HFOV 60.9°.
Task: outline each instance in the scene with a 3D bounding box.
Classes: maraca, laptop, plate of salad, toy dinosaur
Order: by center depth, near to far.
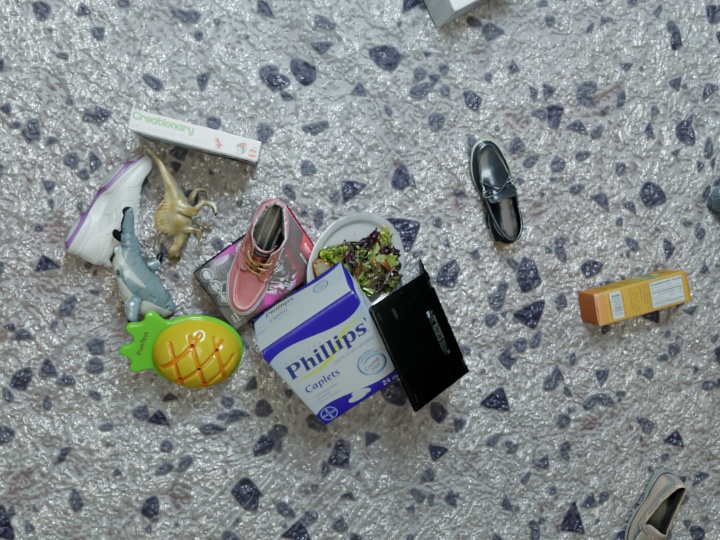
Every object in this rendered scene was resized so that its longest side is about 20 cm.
[{"bbox_3d":[-0.293,-0.104,1.010,0.100,0.058,0.203,-14,115,-26],"label":"toy dinosaur"},{"bbox_3d":[-0.293,0.131,1.019,0.198,0.107,0.139,14,108,-25],"label":"maraca"},{"bbox_3d":[0.100,0.102,1.055,0.199,0.115,0.189,-30,101,-28],"label":"laptop"},{"bbox_3d":[0.000,0.000,1.070,0.198,0.048,0.203,-9,109,-29],"label":"plate of salad"}]

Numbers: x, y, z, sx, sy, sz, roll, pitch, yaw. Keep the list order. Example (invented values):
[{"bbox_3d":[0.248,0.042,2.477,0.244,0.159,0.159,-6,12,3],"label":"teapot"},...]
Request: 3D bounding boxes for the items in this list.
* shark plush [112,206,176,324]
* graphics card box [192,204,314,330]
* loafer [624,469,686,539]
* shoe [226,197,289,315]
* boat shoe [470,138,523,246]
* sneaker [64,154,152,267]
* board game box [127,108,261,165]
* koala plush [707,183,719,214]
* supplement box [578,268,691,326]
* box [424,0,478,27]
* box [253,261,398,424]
[{"bbox_3d":[-0.363,-0.010,1.008,0.082,0.091,0.203,-15,109,-22],"label":"shark plush"},{"bbox_3d":[-0.173,-0.006,1.063,0.199,0.051,0.126,-35,101,-4],"label":"graphics card box"},{"bbox_3d":[0.600,0.509,1.249,0.071,0.063,0.202,20,92,-12],"label":"loafer"},{"bbox_3d":[-0.168,-0.021,0.989,0.071,0.091,0.203,20,92,-11],"label":"shoe"},{"bbox_3d":[0.253,-0.142,1.117,0.074,0.062,0.203,-16,97,-6],"label":"boat shoe"},{"bbox_3d":[-0.395,-0.098,1.014,0.099,0.075,0.201,36,89,-31],"label":"sneaker"},{"bbox_3d":[-0.259,-0.211,0.986,0.197,0.126,0.035,13,95,-11],"label":"board game box"},{"bbox_3d":[0.824,-0.130,1.174,0.199,0.183,0.179,-34,101,-17],"label":"koala plush"},{"bbox_3d":[0.529,0.050,1.184,0.197,0.067,0.070,-12,95,-9],"label":"supplement box"},{"bbox_3d":[0.162,-0.549,1.032,0.151,0.106,0.202,-29,100,-5],"label":"box"},{"bbox_3d":[-0.047,0.125,1.027,0.183,0.105,0.201,-33,121,6],"label":"box"}]
